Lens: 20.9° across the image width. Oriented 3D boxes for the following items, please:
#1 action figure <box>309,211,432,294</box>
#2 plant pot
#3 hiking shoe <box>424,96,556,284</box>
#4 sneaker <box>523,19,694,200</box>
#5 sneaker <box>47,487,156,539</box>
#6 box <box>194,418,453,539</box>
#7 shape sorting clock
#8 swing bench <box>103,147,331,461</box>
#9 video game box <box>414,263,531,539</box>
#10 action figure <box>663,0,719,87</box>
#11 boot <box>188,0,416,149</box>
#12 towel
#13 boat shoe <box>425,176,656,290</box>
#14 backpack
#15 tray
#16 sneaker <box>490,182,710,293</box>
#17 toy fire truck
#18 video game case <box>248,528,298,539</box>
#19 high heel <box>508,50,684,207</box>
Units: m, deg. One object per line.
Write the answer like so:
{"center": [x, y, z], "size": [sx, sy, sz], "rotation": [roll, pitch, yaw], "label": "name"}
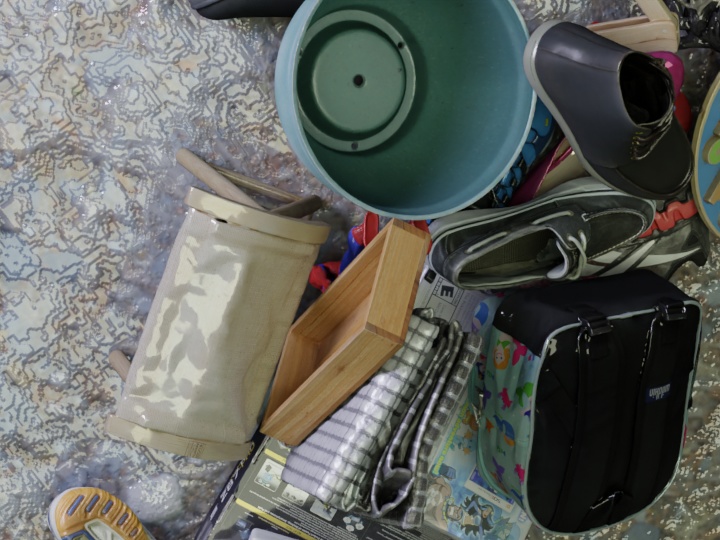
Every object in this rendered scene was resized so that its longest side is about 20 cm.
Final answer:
{"center": [0.000, 0.000, 1.569], "size": [0.065, 0.200, 0.052], "rotation": [-5, 79, -17], "label": "action figure"}
{"center": [0.017, -0.144, 1.496], "size": [0.200, 0.134, 0.201], "rotation": [-3, 97, -22], "label": "plant pot"}
{"center": [0.110, -0.081, 1.576], "size": [0.074, 0.087, 0.200], "rotation": [19, 125, -12], "label": "hiking shoe"}
{"center": [0.211, -0.105, 1.472], "size": [0.200, 0.106, 0.075], "rotation": [39, 83, -38], "label": "sneaker"}
{"center": [-0.186, 0.257, 1.657], "size": [0.075, 0.088, 0.200], "rotation": [-43, 101, -20], "label": "sneaker"}
{"center": [-0.019, 0.216, 1.686], "size": [0.200, 0.049, 0.162], "rotation": [28, 96, -13], "label": "box"}
{"center": [0.349, -0.113, 1.623], "size": [0.200, 0.039, 0.201], "rotation": [-18, 123, -29], "label": "shape sorting clock"}
{"center": [-0.113, 0.029, 1.551], "size": [0.129, 0.200, 0.199], "rotation": [19, 100, -11], "label": "swing bench"}
{"center": [0.088, 0.121, 1.653], "size": [0.182, 0.047, 0.200], "rotation": [28, 81, -11], "label": "video game box"}
{"center": [0.294, -0.249, 1.591], "size": [0.119, 0.102, 0.201], "rotation": [-18, 103, -11], "label": "action figure"}
{"center": [-0.029, -0.169, 1.591], "size": [0.164, 0.066, 0.200], "rotation": [-23, 109, 0], "label": "boot"}
{"center": [0.020, 0.113, 1.510], "size": [0.085, 0.200, 0.166], "rotation": [29, 82, -10], "label": "towel"}
{"center": [0.150, -0.019, 1.546], "size": [0.199, 0.071, 0.072], "rotation": [-15, 129, -14], "label": "boat shoe"}
{"center": [0.175, 0.105, 1.566], "size": [0.177, 0.150, 0.201], "rotation": [-11, 112, -28], "label": "backpack"}
{"center": [-0.013, 0.051, 1.479], "size": [0.037, 0.200, 0.099], "rotation": [24, 56, -13], "label": "tray"}
{"center": [0.207, -0.008, 1.650], "size": [0.200, 0.071, 0.098], "rotation": [-23, 113, 4], "label": "sneaker"}
{"center": [0.210, -0.184, 1.586], "size": [0.200, 0.049, 0.141], "rotation": [38, 129, -13], "label": "toy fire truck"}
{"center": [-0.054, 0.320, 1.685], "size": [0.143, 0.018, 0.200], "rotation": [17, 120, -8], "label": "video game case"}
{"center": [0.186, -0.093, 1.570], "size": [0.067, 0.096, 0.200], "rotation": [39, 129, -15], "label": "high heel"}
